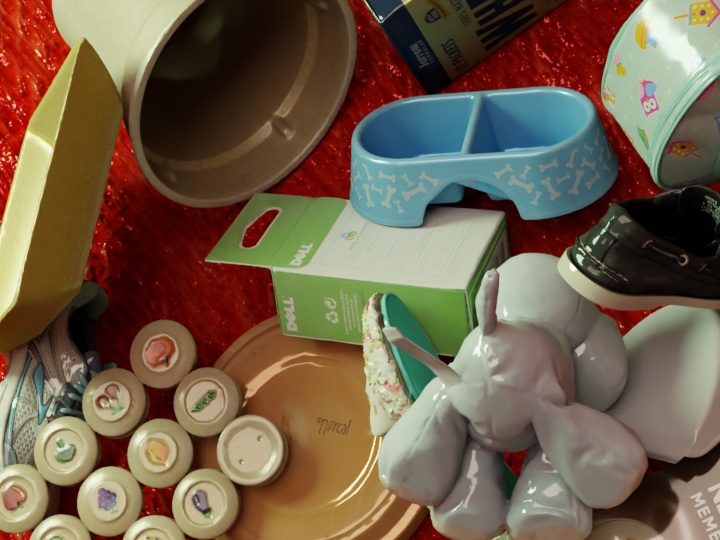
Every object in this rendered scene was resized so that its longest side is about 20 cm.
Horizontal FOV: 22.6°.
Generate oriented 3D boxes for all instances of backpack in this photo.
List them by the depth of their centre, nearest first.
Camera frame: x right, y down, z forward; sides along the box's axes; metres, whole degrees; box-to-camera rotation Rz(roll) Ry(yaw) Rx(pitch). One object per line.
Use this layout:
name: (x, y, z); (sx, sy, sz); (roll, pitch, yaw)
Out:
backpack: (0.266, -0.129, 1.184); (0.198, 0.176, 0.155); (-11, 62, -17)

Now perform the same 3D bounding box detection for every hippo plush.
hippo plush: (0.092, 0.068, 1.158); (0.158, 0.200, 0.161); (-29, 20, 28)

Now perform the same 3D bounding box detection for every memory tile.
memory tile: (-0.161, 0.147, 1.286); (0.200, 0.017, 0.153); (-44, 73, 0)

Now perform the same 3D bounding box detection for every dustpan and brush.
dustpan and brush: (0.233, 0.048, 1.215); (0.139, 0.057, 0.201); (7, 62, 59)

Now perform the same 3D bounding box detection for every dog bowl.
dog bowl: (0.084, -0.086, 1.293); (0.198, 0.050, 0.112); (-2, 35, 15)

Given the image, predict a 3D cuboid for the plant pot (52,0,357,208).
plant pot: (-0.135, -0.182, 1.371); (0.201, 0.200, 0.183); (-47, 53, -1)

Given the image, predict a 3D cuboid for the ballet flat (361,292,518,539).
ballet flat: (0.045, 0.112, 1.220); (0.064, 0.076, 0.201); (-31, 94, 24)

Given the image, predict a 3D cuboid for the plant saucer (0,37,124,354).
plant saucer: (-0.223, -0.041, 1.299); (0.048, 0.200, 0.202); (16, 71, -16)

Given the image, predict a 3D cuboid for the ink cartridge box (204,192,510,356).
ink cartridge box: (0.000, 0.000, 1.293); (0.198, 0.060, 0.104); (6, 35, 20)

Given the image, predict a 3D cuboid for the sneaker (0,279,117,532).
sneaker: (-0.230, 0.095, 1.359); (0.085, 0.078, 0.202); (-6, 70, 13)

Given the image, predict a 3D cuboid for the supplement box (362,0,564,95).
supplement box: (0.067, -0.284, 1.352); (0.199, 0.134, 0.201); (-34, 64, 5)

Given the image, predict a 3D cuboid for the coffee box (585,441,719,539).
coffee box: (0.177, 0.207, 1.176); (0.199, 0.080, 0.115); (-28, 67, 8)

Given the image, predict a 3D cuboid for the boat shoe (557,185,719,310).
boat shoe: (0.204, -0.022, 1.142); (0.075, 0.198, 0.067); (47, 123, 35)

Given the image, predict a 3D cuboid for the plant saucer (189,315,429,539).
plant saucer: (-0.035, 0.122, 1.298); (0.198, 0.032, 0.203); (-6, 71, 16)
